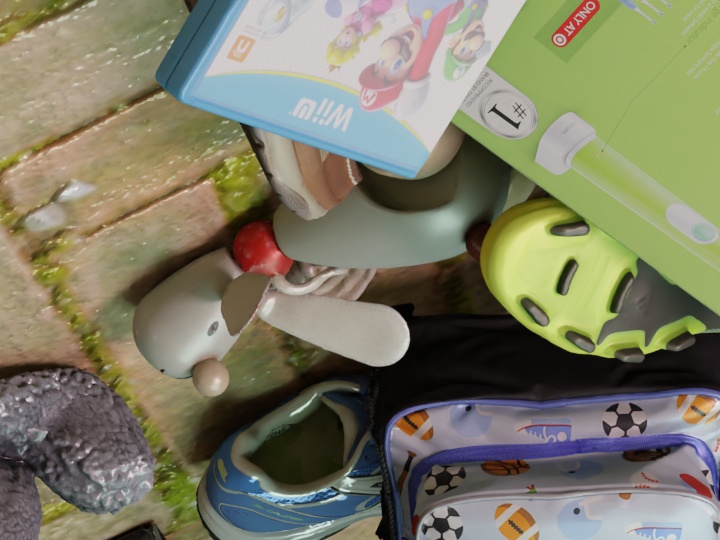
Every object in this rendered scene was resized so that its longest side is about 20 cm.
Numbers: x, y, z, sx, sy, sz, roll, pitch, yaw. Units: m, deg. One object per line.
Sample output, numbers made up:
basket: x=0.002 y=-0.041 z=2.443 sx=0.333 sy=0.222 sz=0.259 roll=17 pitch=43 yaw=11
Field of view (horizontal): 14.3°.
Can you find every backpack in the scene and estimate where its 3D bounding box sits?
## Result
backpack: x=0.096 y=0.117 z=1.312 sx=0.199 sy=0.154 sz=0.191 roll=-1 pitch=132 yaw=8

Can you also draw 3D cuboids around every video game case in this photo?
video game case: x=0.027 y=-0.131 z=0.984 sx=0.143 sy=0.018 sz=0.200 roll=15 pitch=111 yaw=-54

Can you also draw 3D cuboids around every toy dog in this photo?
toy dog: x=0.000 y=0.000 z=1.204 sx=0.132 sy=0.097 sz=0.200 roll=-2 pitch=146 yaw=-39

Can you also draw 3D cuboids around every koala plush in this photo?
koala plush: x=-0.168 y=0.168 z=1.228 sx=0.177 sy=0.200 sz=0.184 roll=-39 pitch=161 yaw=28

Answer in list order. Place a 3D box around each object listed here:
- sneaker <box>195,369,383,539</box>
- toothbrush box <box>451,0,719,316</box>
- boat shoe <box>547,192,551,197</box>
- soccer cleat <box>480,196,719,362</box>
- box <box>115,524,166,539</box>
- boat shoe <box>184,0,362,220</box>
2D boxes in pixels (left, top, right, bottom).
sneaker: x=0.018 y=0.084 z=1.404 sx=0.199 sy=0.076 sz=0.077 roll=-21 pitch=159 yaw=-12
toothbrush box: x=0.153 y=-0.071 z=1.091 sx=0.146 sy=0.200 sz=0.086 roll=-48 pitch=-169 yaw=38
boat shoe: x=0.116 y=-0.041 z=1.279 sx=0.071 sy=0.072 sz=0.200 roll=-18 pitch=144 yaw=4
soccer cleat: x=0.117 y=-0.006 z=1.186 sx=0.200 sy=0.084 sz=0.065 roll=1 pitch=115 yaw=-39
box: x=-0.167 y=0.235 z=1.515 sx=0.199 sy=0.086 sz=0.164 roll=-25 pitch=155 yaw=-1
boat shoe: x=-0.018 y=-0.082 z=1.061 sx=0.072 sy=0.076 sz=0.200 roll=-26 pitch=156 yaw=-2
